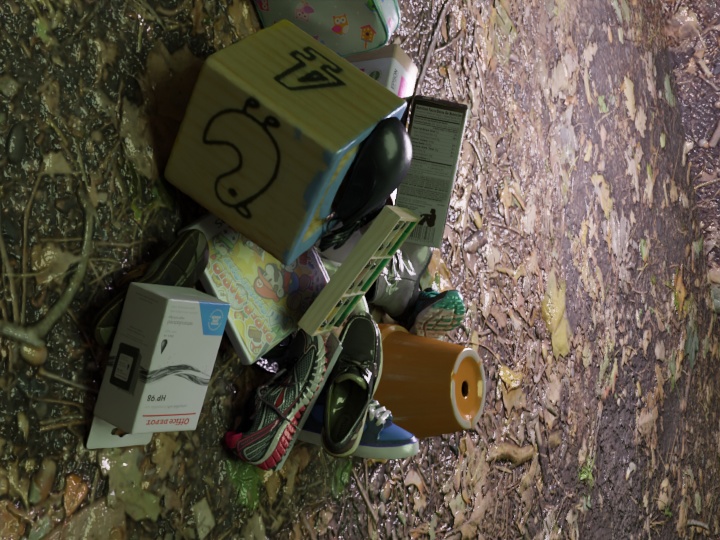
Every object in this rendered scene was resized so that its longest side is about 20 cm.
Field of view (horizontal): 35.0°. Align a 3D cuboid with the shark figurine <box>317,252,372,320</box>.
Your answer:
[{"bbox_3d":[-0.024,0.067,1.719,0.128,0.089,0.215,-14,93,-24],"label":"shark figurine"}]

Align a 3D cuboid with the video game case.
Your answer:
[{"bbox_3d":[-0.132,-0.006,1.521,0.182,0.023,0.201,-38,112,-38],"label":"video game case"}]

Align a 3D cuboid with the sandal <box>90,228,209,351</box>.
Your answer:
[{"bbox_3d":[-0.254,0.019,1.353,0.200,0.054,0.082,-55,146,-35],"label":"sandal"}]

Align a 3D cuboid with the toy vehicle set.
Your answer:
[{"bbox_3d":[0.000,0.000,1.542,0.200,0.026,0.124,-53,169,11],"label":"toy vehicle set"}]

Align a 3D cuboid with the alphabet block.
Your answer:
[{"bbox_3d":[-0.093,-0.164,1.427,0.196,0.200,0.196,-42,164,-53],"label":"alphabet block"}]

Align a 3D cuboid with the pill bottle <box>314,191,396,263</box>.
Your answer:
[{"bbox_3d":[0.001,-0.100,1.714,0.200,0.112,0.113,-60,137,-49],"label":"pill bottle"}]

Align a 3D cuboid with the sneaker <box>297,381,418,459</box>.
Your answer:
[{"bbox_3d":[-0.008,0.177,1.608,0.081,0.199,0.147,-16,114,-70],"label":"sneaker"}]

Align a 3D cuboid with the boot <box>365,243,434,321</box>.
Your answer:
[{"bbox_3d":[0.057,-0.025,1.857,0.131,0.068,0.201,38,59,-54],"label":"boot"}]

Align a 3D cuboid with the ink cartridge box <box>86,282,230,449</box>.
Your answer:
[{"bbox_3d":[-0.233,0.121,1.321,0.116,0.067,0.201,8,100,-59],"label":"ink cartridge box"}]

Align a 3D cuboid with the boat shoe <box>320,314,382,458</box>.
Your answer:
[{"bbox_3d":[-0.010,0.153,1.552,0.066,0.071,0.202,101,2,-73],"label":"boat shoe"}]

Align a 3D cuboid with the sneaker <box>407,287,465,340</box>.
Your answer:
[{"bbox_3d":[0.117,0.064,1.888,0.077,0.200,0.092,7,64,-15],"label":"sneaker"}]

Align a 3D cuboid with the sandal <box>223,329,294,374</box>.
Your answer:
[{"bbox_3d":[-0.136,0.087,1.553,0.200,0.048,0.076,41,54,-49],"label":"sandal"}]

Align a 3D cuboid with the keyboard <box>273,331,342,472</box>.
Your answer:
[{"bbox_3d":[-0.077,0.179,1.566,0.011,0.056,0.200,25,96,-23],"label":"keyboard"}]

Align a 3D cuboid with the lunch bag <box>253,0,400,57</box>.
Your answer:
[{"bbox_3d":[-0.047,-0.378,1.581,0.077,0.199,0.161,-55,131,-47],"label":"lunch bag"}]

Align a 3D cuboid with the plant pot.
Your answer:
[{"bbox_3d":[0.088,0.183,1.787,0.200,0.183,0.201,5,84,-58],"label":"plant pot"}]

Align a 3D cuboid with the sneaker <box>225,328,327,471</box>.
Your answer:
[{"bbox_3d":[-0.108,0.165,1.532,0.075,0.081,0.201,31,74,-21],"label":"sneaker"}]

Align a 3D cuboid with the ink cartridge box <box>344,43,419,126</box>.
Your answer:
[{"bbox_3d":[-0.018,-0.220,1.654,0.075,0.164,0.201,41,54,-50],"label":"ink cartridge box"}]

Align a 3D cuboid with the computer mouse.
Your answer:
[{"bbox_3d":[0.022,-0.106,1.425,0.139,0.053,0.200,-46,167,-39],"label":"computer mouse"}]

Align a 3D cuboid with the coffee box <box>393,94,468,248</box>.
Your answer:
[{"bbox_3d":[0.097,-0.143,1.628,0.113,0.080,0.201,-63,164,-78],"label":"coffee box"}]
